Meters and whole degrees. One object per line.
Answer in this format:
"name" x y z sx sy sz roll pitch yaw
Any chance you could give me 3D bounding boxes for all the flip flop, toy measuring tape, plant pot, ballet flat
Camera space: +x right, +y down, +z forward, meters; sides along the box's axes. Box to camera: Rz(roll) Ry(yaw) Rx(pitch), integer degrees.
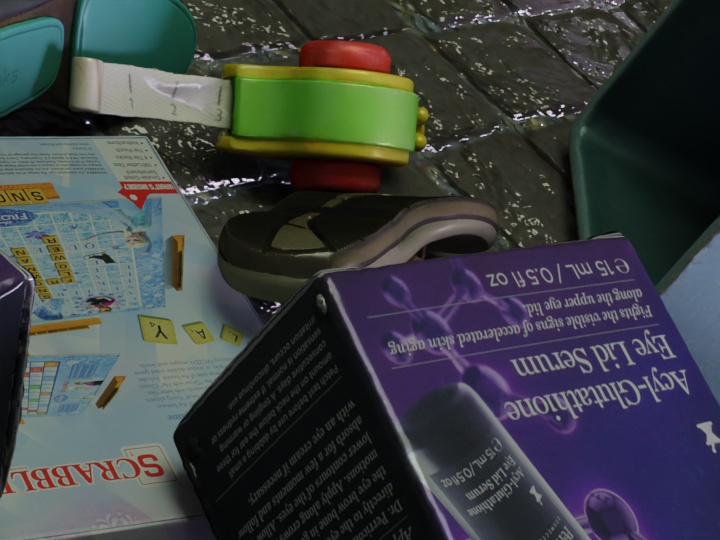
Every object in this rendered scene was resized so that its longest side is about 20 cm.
"flip flop" 0.000 0.000 0.842 0.080 0.058 0.200 3 9 19
"toy measuring tape" -0.032 -0.070 0.885 0.199 0.074 0.074 5 39 -49
"plant pot" 0.236 -0.035 0.958 0.199 0.196 0.197 29 33 -18
"ballet flat" -0.142 -0.099 0.860 0.073 0.073 0.200 37 24 13

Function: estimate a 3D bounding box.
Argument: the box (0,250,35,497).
"box" -0.213 0.039 0.566 0.148 0.105 0.200 36 47 19

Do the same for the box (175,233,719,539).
"box" 0.054 0.103 0.664 0.147 0.104 0.201 -8 63 -42

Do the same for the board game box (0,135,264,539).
"board game box" -0.125 0.031 0.736 0.199 0.041 0.200 -3 45 -38
